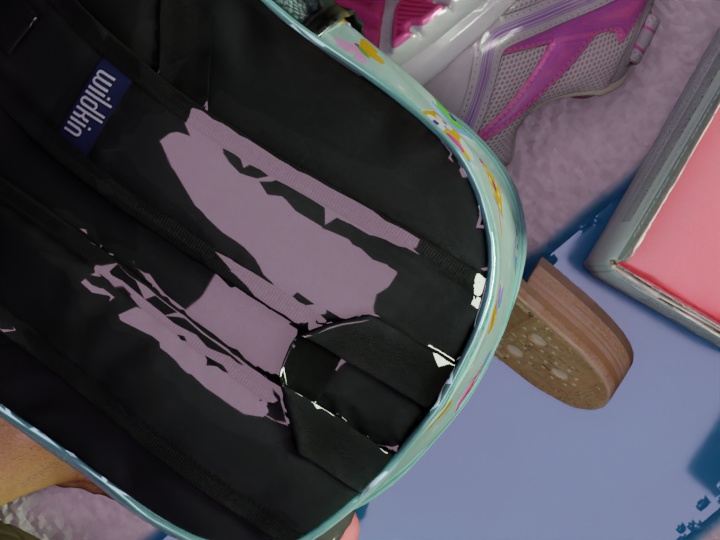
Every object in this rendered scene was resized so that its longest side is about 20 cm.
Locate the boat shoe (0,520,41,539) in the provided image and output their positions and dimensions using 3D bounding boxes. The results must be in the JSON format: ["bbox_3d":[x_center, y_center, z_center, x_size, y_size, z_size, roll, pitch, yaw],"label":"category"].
[{"bbox_3d":[-0.175,0.121,0.786,0.199,0.072,0.068,19,108,-18],"label":"boat shoe"}]

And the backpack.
[{"bbox_3d":[-0.047,-0.009,0.724,0.200,0.153,0.176,36,94,14],"label":"backpack"}]

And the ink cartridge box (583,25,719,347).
[{"bbox_3d":[0.166,-0.066,0.770,0.084,0.176,0.200,30,92,2],"label":"ink cartridge box"}]

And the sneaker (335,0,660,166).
[{"bbox_3d":[0.077,-0.115,0.827,0.200,0.081,0.088,-40,124,-10],"label":"sneaker"}]

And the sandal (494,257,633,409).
[{"bbox_3d":[0.002,-0.002,0.818,0.211,0.078,0.070,37,65,-3],"label":"sandal"}]

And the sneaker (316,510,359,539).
[{"bbox_3d":[-0.051,0.173,0.842,0.087,0.074,0.200,36,99,-8],"label":"sneaker"}]

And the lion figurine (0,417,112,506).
[{"bbox_3d":[-0.137,0.063,0.844,0.199,0.072,0.123,-20,97,16],"label":"lion figurine"}]
